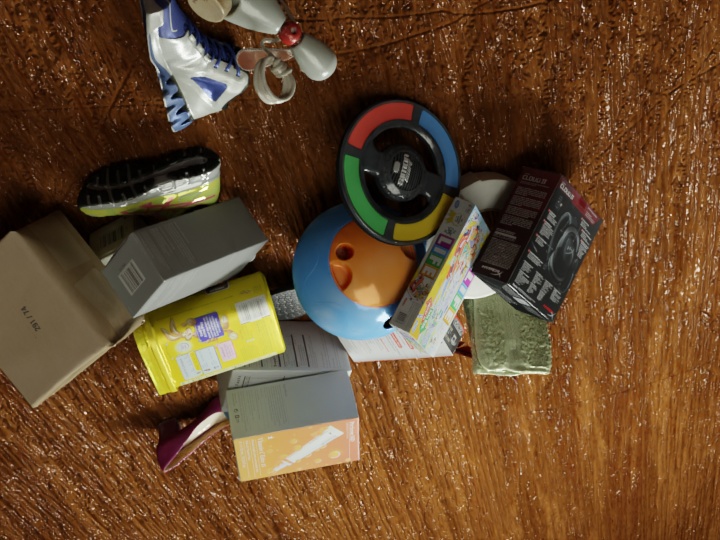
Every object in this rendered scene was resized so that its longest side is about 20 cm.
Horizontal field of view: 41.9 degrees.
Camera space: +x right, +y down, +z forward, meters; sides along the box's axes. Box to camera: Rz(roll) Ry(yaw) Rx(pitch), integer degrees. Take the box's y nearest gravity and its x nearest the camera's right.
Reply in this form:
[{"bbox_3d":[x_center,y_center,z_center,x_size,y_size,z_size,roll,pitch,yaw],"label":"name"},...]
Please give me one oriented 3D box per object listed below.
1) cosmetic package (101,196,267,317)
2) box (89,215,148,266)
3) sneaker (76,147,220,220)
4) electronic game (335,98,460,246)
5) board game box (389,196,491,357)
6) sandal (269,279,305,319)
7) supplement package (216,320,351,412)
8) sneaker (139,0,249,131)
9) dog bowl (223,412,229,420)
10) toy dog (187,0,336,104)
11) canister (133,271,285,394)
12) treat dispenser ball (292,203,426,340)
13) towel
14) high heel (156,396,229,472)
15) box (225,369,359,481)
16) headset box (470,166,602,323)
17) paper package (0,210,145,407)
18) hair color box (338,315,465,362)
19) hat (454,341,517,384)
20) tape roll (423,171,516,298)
[{"bbox_3d":[-0.236,-0.021,1.286,0.107,0.090,0.200,-42,171,40],"label":"cosmetic package"},{"bbox_3d":[-0.309,0.011,1.387,0.082,0.069,0.200,-27,136,10],"label":"box"},{"bbox_3d":[-0.282,-0.098,1.278,0.198,0.078,0.091,-12,139,-5],"label":"sneaker"},{"bbox_3d":[0.055,-0.134,1.284,0.199,0.202,0.042,15,172,-29],"label":"electronic game"},{"bbox_3d":[0.119,0.012,1.337,0.201,0.034,0.134,-62,154,-8],"label":"board game box"},{"bbox_3d":[-0.073,0.026,1.500,0.199,0.045,0.075,-18,145,-20],"label":"sandal"},{"bbox_3d":[-0.131,0.159,1.562,0.199,0.110,0.114,3,134,-20],"label":"supplement package"},{"bbox_3d":[-0.196,-0.263,1.141,0.114,0.081,0.200,-15,144,-7],"label":"sneaker"},{"bbox_3d":[-0.139,0.220,1.626,0.199,0.112,0.050,3,125,-19],"label":"dog bowl"},{"bbox_3d":[-0.127,-0.292,1.106,0.132,0.096,0.201,-41,110,-28],"label":"toy dog"},{"bbox_3d":[-0.221,0.091,1.387,0.199,0.087,0.149,-17,136,-7],"label":"canister"},{"bbox_3d":[0.000,0.000,1.371,0.199,0.202,0.202,-8,137,-8],"label":"treat dispenser ball"},{"bbox_3d":[0.238,0.072,1.531,0.147,0.202,0.036,0,162,-18],"label":"towel"},{"bbox_3d":[-0.269,0.286,1.662,0.199,0.096,0.068,-17,137,1],"label":"high heel"},{"bbox_3d":[-0.107,0.249,1.510,0.198,0.098,0.125,-9,137,-8],"label":"box"},{"bbox_3d":[0.270,-0.046,1.402,0.149,0.077,0.201,34,79,-45],"label":"headset box"},{"bbox_3d":[-0.432,0.053,1.287,0.190,0.103,0.200,-36,95,27],"label":"paper package"},{"bbox_3d":[0.055,0.086,1.496,0.199,0.061,0.102,-7,126,38],"label":"hair color box"},{"bbox_3d":[0.119,0.112,1.538,0.199,0.177,0.166,-23,138,8],"label":"hat"},{"bbox_3d":[0.183,-0.053,1.446,0.201,0.037,0.204,-10,120,-18],"label":"tape roll"}]
